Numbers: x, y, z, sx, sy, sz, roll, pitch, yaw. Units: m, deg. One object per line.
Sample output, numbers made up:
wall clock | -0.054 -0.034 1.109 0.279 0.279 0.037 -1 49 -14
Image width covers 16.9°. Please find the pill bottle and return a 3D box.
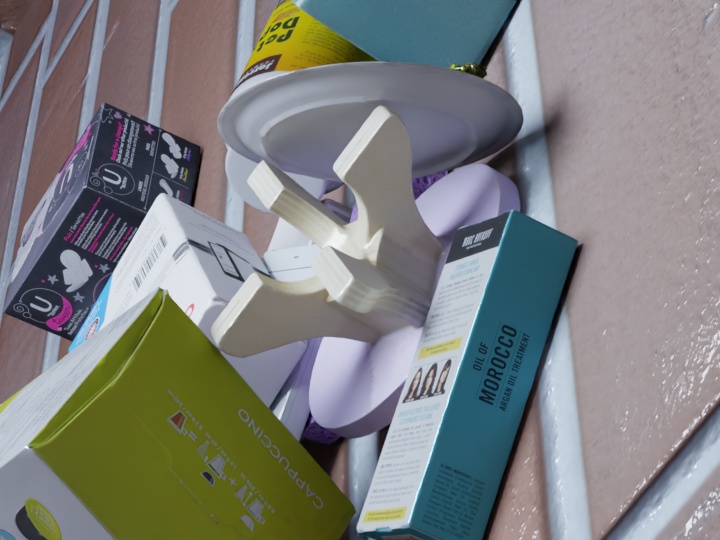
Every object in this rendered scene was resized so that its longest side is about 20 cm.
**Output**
pill bottle | -0.039 -0.131 1.842 0.109 0.109 0.200 -51 12 39

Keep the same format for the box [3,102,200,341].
box | -0.256 -0.042 2.395 0.200 0.114 0.132 -50 23 39

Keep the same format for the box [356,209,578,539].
box | 0.063 0.069 1.441 0.082 0.049 0.201 -19 49 67

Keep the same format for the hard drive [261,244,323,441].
hard drive | -0.067 0.079 1.723 0.132 0.027 0.201 -7 61 62

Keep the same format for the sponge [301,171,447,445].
sponge | 0.010 0.016 1.694 0.112 0.030 0.201 -41 30 53

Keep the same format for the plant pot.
plant pot | 0.056 -0.252 1.751 0.200 0.141 0.141 -54 20 12

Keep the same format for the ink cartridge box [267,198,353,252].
ink cartridge box | -0.074 0.053 1.865 0.176 0.045 0.201 -16 51 66

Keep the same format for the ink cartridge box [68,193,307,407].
ink cartridge box | -0.127 0.055 1.732 0.146 0.084 0.200 -57 25 13

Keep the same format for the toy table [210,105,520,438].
toy table | 0.000 0.000 1.551 0.200 0.117 0.184 -59 31 0

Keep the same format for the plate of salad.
plate of salad | 0.006 -0.104 1.584 0.200 0.199 0.048 -35 51 58

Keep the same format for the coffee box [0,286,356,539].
coffee box | -0.158 0.172 1.523 0.198 0.200 0.200 -35 11 33
